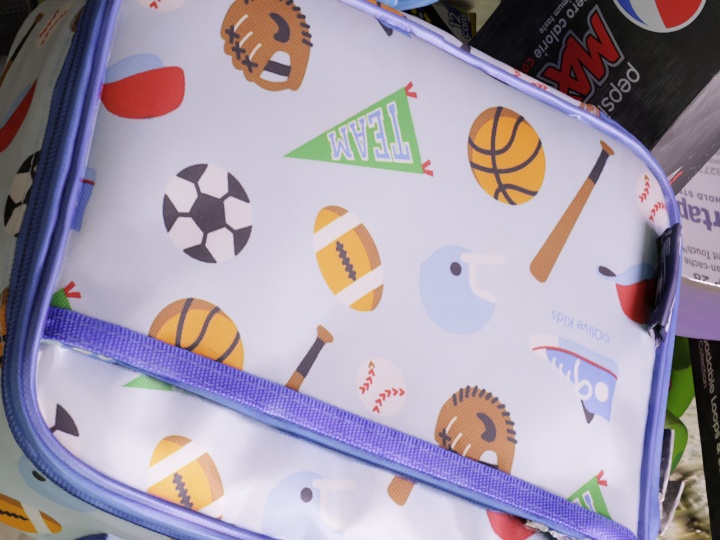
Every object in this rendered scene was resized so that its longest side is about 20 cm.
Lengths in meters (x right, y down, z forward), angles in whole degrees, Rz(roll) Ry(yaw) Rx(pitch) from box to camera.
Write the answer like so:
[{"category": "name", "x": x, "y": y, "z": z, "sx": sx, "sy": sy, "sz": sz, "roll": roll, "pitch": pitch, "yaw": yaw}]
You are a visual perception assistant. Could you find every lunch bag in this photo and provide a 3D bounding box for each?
[{"category": "lunch bag", "x": -0.005, "y": 0.018, "z": 0.662, "sx": 0.200, "sy": 0.161, "sz": 0.075, "roll": 23, "pitch": 154, "yaw": -27}]

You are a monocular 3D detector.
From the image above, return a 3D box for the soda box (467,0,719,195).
[{"category": "soda box", "x": 0.084, "y": -0.069, "z": 0.744, "sx": 0.071, "sy": 0.063, "sz": 0.200, "roll": -25, "pitch": 162, "yaw": -44}]

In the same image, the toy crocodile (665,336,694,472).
[{"category": "toy crocodile", "x": 0.064, "y": 0.046, "z": 0.955, "sx": 0.200, "sy": 0.067, "sz": 0.062, "roll": -4, "pitch": 126, "yaw": -48}]

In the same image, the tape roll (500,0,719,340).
[{"category": "tape roll", "x": 0.148, "y": -0.062, "z": 0.887, "sx": 0.199, "sy": 0.085, "sz": 0.200, "roll": -3, "pitch": 149, "yaw": -2}]

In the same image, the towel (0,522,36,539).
[{"category": "towel", "x": -0.072, "y": 0.080, "z": 0.826, "sx": 0.032, "sy": 0.192, "sz": 0.200, "roll": -20, "pitch": 177, "yaw": -31}]

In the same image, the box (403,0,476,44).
[{"category": "box", "x": 0.000, "y": 0.000, "z": 0.857, "sx": 0.070, "sy": 0.201, "sz": 0.064, "roll": 20, "pitch": 141, "yaw": -34}]

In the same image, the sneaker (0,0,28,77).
[{"category": "sneaker", "x": -0.148, "y": -0.047, "z": 0.861, "sx": 0.074, "sy": 0.085, "sz": 0.200, "roll": -12, "pitch": 168, "yaw": -46}]

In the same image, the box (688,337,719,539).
[{"category": "box", "x": 0.194, "y": 0.060, "z": 0.978, "sx": 0.142, "sy": 0.201, "sz": 0.036, "roll": 8, "pitch": 150, "yaw": -18}]

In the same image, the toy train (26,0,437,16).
[{"category": "toy train", "x": -0.028, "y": -0.110, "z": 0.683, "sx": 0.114, "sy": 0.087, "sz": 0.200, "roll": 6, "pitch": 155, "yaw": -6}]
